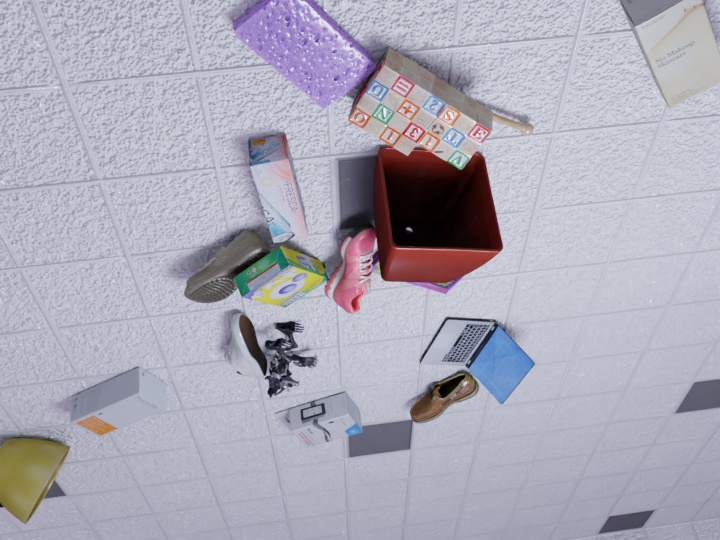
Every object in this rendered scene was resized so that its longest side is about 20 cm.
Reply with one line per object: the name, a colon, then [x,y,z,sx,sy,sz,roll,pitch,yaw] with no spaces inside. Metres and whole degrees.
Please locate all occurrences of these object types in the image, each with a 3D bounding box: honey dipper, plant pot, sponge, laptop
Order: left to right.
plant pot: [-0.818,0.487,1.951,0.141,0.201,0.201,30,132,-8]
sponge: [-0.079,-0.328,1.183,0.111,0.030,0.199,-32,137,25]
plant pot: [0.115,-0.078,1.425,0.197,0.203,0.177,1,150,-14]
laptop: [0.268,0.215,1.886,0.197,0.117,0.188,4,140,-18]
honey dipper: [0.206,-0.258,1.332,0.198,0.038,0.038,14,137,-28]

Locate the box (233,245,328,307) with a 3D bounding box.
box: [-0.143,0.018,1.539,0.117,0.049,0.200,-33,163,15]

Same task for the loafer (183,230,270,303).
loafer: [-0.252,-0.006,1.522,0.198,0.069,0.076,-30,142,18]

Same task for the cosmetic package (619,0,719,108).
cosmetic package: [0.485,-0.356,1.242,0.103,0.074,0.200,-28,140,22]

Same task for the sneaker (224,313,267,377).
sneaker: [-0.265,0.169,1.741,0.083,0.073,0.202,-1,137,10]

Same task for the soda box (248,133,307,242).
soda box: [-0.140,-0.138,1.385,0.067,0.064,0.201,-10,142,0]

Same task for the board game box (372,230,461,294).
board game box: [0.126,-0.017,1.630,0.198,0.033,0.120,17,131,-29]

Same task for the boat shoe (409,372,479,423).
boat shoe: [0.201,0.316,2.046,0.199,0.072,0.068,-34,134,14]

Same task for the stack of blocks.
stack of blocks: [0.094,-0.241,1.260,0.198,0.059,0.115,28,131,-14]

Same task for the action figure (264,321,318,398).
action figure: [-0.159,0.214,1.788,0.101,0.119,0.202,19,136,16]

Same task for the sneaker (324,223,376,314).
sneaker: [0.000,0.000,1.547,0.073,0.087,0.202,-18,143,-39]

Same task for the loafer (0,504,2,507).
loafer: [-0.892,0.577,2.123,0.199,0.074,0.072,-30,143,26]

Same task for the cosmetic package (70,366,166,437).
cosmetic package: [-0.554,0.304,1.848,0.198,0.072,0.101,-24,140,17]

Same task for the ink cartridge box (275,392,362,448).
ink cartridge box: [-0.107,0.390,2.064,0.197,0.069,0.116,-18,142,11]
